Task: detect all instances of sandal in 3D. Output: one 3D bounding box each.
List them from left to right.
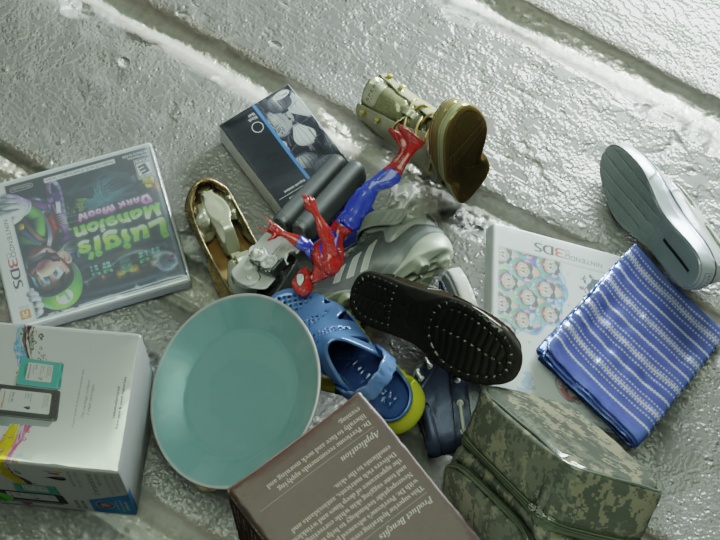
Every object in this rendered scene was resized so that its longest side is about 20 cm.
[{"bbox_3d":[-0.020,0.081,1.564,0.199,0.087,0.080,35,83,23],"label":"sandal"}]

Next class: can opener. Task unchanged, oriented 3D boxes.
[{"bbox_3d":[-0.065,-0.043,1.664,0.052,0.067,0.200,21,60,31],"label":"can opener"}]

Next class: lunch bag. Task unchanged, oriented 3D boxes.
[{"bbox_3d":[0.171,0.229,1.490,0.138,0.169,0.200,14,15,-32],"label":"lunch bag"}]

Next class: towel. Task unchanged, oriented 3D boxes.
[{"bbox_3d":[0.287,0.076,1.630,0.145,0.024,0.200,44,56,4],"label":"towel"}]

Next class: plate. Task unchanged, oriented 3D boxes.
[{"bbox_3d":[-0.123,0.123,1.566,0.198,0.026,0.202,-10,67,25],"label":"plate"}]

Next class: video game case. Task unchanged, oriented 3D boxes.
[{"bbox_3d":[-0.304,-0.037,1.714,0.198,0.023,0.183,-16,66,-8],"label":"video game case"},{"bbox_3d":[0.213,0.062,1.635,0.180,0.024,0.202,14,63,-21],"label":"video game case"}]

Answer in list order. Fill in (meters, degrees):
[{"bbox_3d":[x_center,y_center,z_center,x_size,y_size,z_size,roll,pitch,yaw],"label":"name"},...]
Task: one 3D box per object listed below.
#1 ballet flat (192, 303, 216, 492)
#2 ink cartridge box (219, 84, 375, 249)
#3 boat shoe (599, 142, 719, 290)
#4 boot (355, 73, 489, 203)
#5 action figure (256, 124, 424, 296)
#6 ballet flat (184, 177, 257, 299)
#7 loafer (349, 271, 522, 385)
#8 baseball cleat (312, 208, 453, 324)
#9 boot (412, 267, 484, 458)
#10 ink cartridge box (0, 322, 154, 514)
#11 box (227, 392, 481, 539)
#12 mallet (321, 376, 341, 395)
[{"bbox_3d":[-0.162,0.132,1.617,0.066,0.057,0.202,-3,65,-1],"label":"ballet flat"},{"bbox_3d":[-0.066,-0.108,1.742,0.099,0.039,0.200,-33,70,-16],"label":"ink cartridge box"},{"bbox_3d":[0.337,-0.058,1.714,0.066,0.074,0.201,-4,55,-37],"label":"boat shoe"},{"bbox_3d":[0.063,-0.161,1.681,0.154,0.200,0.072,40,82,18],"label":"boot"},{"bbox_3d":[-0.029,-0.072,1.593,0.099,0.065,0.201,32,84,-8],"label":"action figure"},{"bbox_3d":[-0.138,-0.018,1.683,0.070,0.065,0.201,-28,69,-14],"label":"ballet flat"},{"bbox_3d":[0.086,0.050,1.576,0.199,0.071,0.074,29,108,26],"label":"loafer"},{"bbox_3d":[0.000,0.000,1.685,0.198,0.070,0.107,-23,53,-13],"label":"baseball cleat"},{"bbox_3d":[0.089,0.095,1.629,0.089,0.073,0.202,-12,63,-4],"label":"boot"},{"bbox_3d":[-0.319,0.148,1.559,0.198,0.147,0.147,5,65,3],"label":"ink cartridge box"},{"bbox_3d":[-0.005,0.263,1.498,0.165,0.165,0.200,-34,70,-15],"label":"box"},{"bbox_3d":[-0.029,0.110,1.619,0.198,0.041,0.066,4,65,15],"label":"mallet"}]
